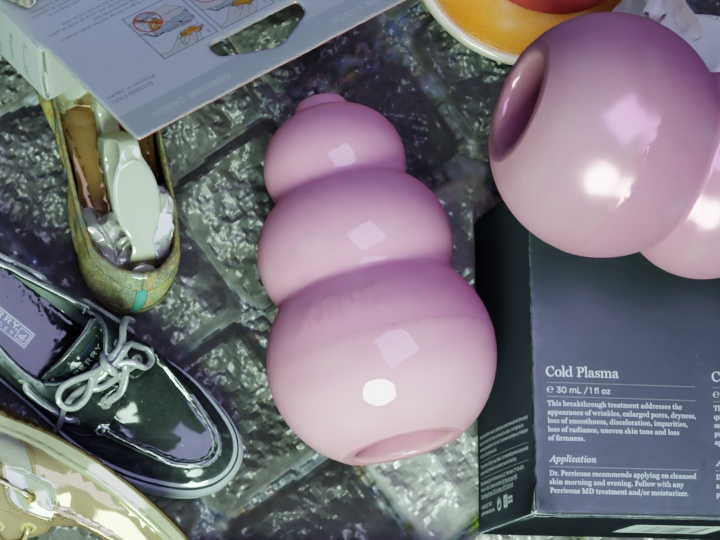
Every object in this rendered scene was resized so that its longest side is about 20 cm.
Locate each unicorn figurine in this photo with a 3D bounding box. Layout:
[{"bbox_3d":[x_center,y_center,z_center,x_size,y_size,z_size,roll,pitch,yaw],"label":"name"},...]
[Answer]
[{"bbox_3d":[0.169,-0.117,1.429,0.074,0.200,0.138,25,101,27],"label":"unicorn figurine"}]

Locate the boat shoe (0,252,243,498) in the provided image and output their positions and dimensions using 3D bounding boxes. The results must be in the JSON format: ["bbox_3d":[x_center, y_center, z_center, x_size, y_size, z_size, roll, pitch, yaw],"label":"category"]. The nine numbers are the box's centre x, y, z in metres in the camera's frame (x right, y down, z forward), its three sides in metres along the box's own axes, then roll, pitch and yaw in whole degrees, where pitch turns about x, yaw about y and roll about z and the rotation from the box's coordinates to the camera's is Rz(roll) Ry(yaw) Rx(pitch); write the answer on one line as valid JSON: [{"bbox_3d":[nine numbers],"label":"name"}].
[{"bbox_3d":[-0.145,0.050,1.364,0.199,0.068,0.074,40,73,-4],"label":"boat shoe"}]

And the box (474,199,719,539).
[{"bbox_3d":[0.172,0.054,1.423,0.200,0.104,0.182,3,78,-14],"label":"box"}]

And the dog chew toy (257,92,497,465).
[{"bbox_3d":[0.000,0.000,1.387,0.124,0.125,0.200,-9,74,-15],"label":"dog chew toy"}]

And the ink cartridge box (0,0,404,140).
[{"bbox_3d":[-0.089,-0.148,1.376,0.200,0.044,0.174,-30,57,-25],"label":"ink cartridge box"}]

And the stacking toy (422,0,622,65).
[{"bbox_3d":[0.116,-0.204,1.410,0.146,0.200,0.146,3,78,-14],"label":"stacking toy"}]

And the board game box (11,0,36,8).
[{"bbox_3d":[-0.221,-0.258,1.350,0.200,0.097,0.160,25,72,22],"label":"board game box"}]

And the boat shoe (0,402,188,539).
[{"bbox_3d":[-0.186,0.111,1.345,0.200,0.074,0.066,30,77,4],"label":"boat shoe"}]

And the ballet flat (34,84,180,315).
[{"bbox_3d":[-0.135,-0.077,1.393,0.071,0.071,0.200,-9,81,-15],"label":"ballet flat"}]

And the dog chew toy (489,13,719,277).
[{"bbox_3d":[0.169,-0.053,1.326,0.200,0.125,0.125,19,75,-17],"label":"dog chew toy"}]
